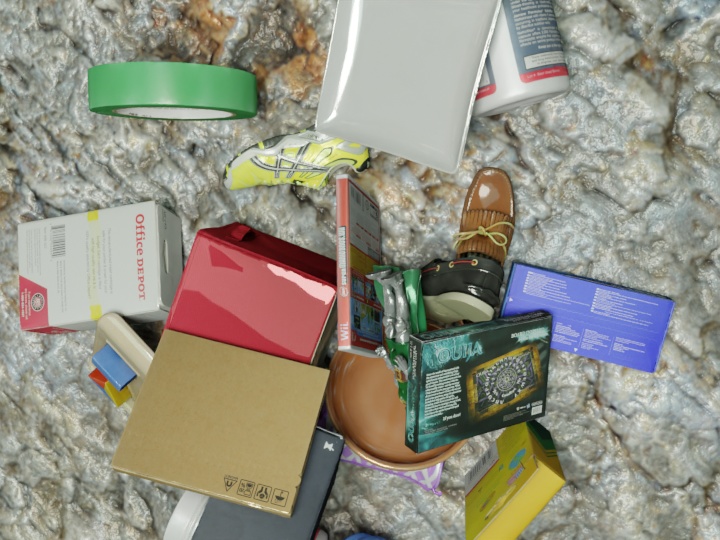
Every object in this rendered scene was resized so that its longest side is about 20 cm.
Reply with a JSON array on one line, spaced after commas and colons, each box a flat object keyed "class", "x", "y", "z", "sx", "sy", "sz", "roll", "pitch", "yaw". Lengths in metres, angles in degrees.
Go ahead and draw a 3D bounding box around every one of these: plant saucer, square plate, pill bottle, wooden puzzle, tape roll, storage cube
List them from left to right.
[{"class": "wooden puzzle", "x": -0.295, "y": 0.162, "z": 0.984, "sx": 0.185, "sy": 0.046, "sz": 0.200, "roll": 47, "pitch": 146, "yaw": 1}, {"class": "tape roll", "x": -0.225, "y": -0.213, "z": 0.906, "sx": 0.199, "sy": 0.200, "sz": 0.049, "roll": 2, "pitch": 97, "yaw": 8}, {"class": "pill bottle", "x": -0.156, "y": 0.369, "z": 1.007, "sx": 0.199, "sy": 0.120, "sz": 0.120, "roll": 23, "pitch": 100, "yaw": 6}, {"class": "storage cube", "x": -0.125, "y": 0.058, "z": 0.940, "sx": 0.179, "sy": 0.171, "sz": 0.201, "roll": 21, "pitch": 99, "yaw": 4}, {"class": "plant saucer", "x": 0.054, "y": 0.156, "z": 0.950, "sx": 0.199, "sy": 0.038, "sz": 0.201, "roll": 1, "pitch": 64, "yaw": -1}, {"class": "square plate", "x": 0.050, "y": -0.233, "z": 0.856, "sx": 0.199, "sy": 0.028, "sz": 0.199, "roll": 22, "pitch": 111, "yaw": 25}, {"class": "pill bottle", "x": 0.164, "y": -0.293, "z": 0.871, "sx": 0.119, "sy": 0.120, "sz": 0.201, "roll": -13, "pitch": 95, "yaw": 10}]

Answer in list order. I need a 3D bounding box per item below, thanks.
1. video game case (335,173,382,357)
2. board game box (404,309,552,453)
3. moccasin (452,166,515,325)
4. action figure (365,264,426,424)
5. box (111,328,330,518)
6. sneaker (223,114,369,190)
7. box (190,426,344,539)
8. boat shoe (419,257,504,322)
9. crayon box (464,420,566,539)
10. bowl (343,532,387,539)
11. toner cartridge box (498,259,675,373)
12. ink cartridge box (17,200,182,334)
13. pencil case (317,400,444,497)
[{"class": "video game case", "x": 0.000, "y": 0.000, "z": 0.901, "sx": 0.017, "sy": 0.143, "sz": 0.202, "roll": -4, "pitch": 79, "yaw": 16}, {"class": "board game box", "x": 0.142, "y": 0.126, "z": 0.878, "sx": 0.199, "sy": 0.028, "sz": 0.136, "roll": -7, "pitch": 107, "yaw": -31}, {"class": "moccasin", "x": 0.149, "y": -0.028, "z": 0.933, "sx": 0.073, "sy": 0.078, "sz": 0.203, "roll": 16, "pitch": 99, "yaw": 6}, {"class": "action figure", "x": 0.052, "y": 0.098, "z": 0.884, "sx": 0.054, "sy": 0.118, "sz": 0.201, "roll": -17, "pitch": 102, "yaw": -19}, {"class": "box", "x": -0.147, "y": 0.161, "z": 0.815, "sx": 0.199, "sy": 0.021, "sz": 0.164, "roll": 13, "pitch": 63, "yaw": 6}, {"class": "sneaker", "x": -0.083, "y": -0.135, "z": 0.958, "sx": 0.199, "sy": 0.075, "sz": 0.077, "roll": -18, "pitch": 92, "yaw": 11}, {"class": "box", "x": -0.110, "y": 0.294, "z": 0.873, "sx": 0.123, "sy": 0.197, "sz": 0.201, "roll": 20, "pitch": 60, "yaw": 3}, {"class": "boat shoe", "x": 0.100, "y": 0.022, "z": 0.895, "sx": 0.073, "sy": 0.201, "sz": 0.063, "roll": 29, "pitch": 74, "yaw": -22}, {"class": "crayon box", "x": 0.181, "y": 0.259, "z": 0.901, "sx": 0.051, "sy": 0.200, "sz": 0.127, "roll": 38, "pitch": 101, "yaw": 2}, {"class": "bowl", "x": -0.026, "y": 0.432, "z": 0.962, "sx": 0.039, "sy": 0.200, "sz": 0.202, "roll": 22, "pitch": 101, "yaw": 32}, {"class": "toner cartridge box", "x": 0.279, "y": 0.056, "z": 0.941, "sx": 0.199, "sy": 0.043, "sz": 0.096, "roll": 14, "pitch": 98, "yaw": 7}, {"class": "ink cartridge box", "x": -0.341, "y": 0.001, "z": 0.992, "sx": 0.199, "sy": 0.083, "sz": 0.146, "roll": -8, "pitch": 78, "yaw": 10}, {"class": "pencil case", "x": 0.018, "y": 0.227, "z": 0.980, "sx": 0.199, "sy": 0.084, "sz": 0.086, "roll": 12, "pitch": 62, "yaw": 8}]
